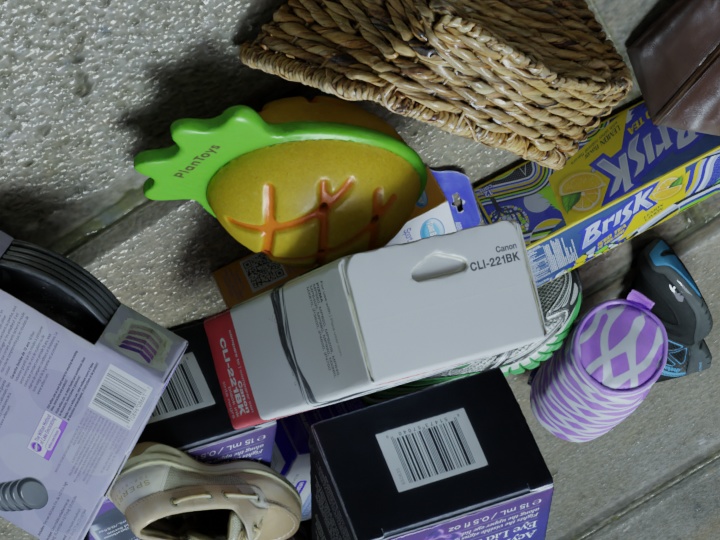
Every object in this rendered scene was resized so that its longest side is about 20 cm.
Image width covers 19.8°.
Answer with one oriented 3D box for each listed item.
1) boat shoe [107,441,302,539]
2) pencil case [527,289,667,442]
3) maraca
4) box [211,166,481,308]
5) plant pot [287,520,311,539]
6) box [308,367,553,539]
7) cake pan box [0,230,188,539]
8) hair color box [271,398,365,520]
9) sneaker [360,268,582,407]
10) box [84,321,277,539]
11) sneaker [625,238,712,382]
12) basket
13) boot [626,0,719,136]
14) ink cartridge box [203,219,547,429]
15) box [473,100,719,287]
[{"bbox_3d":[-0.104,0.175,1.467,0.072,0.065,0.200,-39,147,17],"label":"boat shoe"},{"bbox_3d":[0.195,0.083,1.692,0.086,0.084,0.200,-55,177,-16],"label":"pencil case"},{"bbox_3d":[-0.049,-0.061,1.333,0.199,0.108,0.137,12,145,-35],"label":"maraca"},{"bbox_3d":[0.000,0.000,1.520,0.199,0.042,0.119,-25,148,-1],"label":"box"},{"bbox_3d":[-0.090,0.311,1.761,0.198,0.201,0.200,-40,147,9],"label":"plant pot"},{"bbox_3d":[0.047,0.181,1.489,0.147,0.105,0.201,-17,146,-11],"label":"box"},{"bbox_3d":[-0.227,0.071,1.337,0.183,0.052,0.200,28,130,-2],"label":"cake pan box"},{"bbox_3d":[0.007,0.145,1.710,0.199,0.065,0.110,-9,145,-31],"label":"hair color box"},{"bbox_3d":[0.082,0.047,1.612,0.199,0.078,0.085,-28,148,1],"label":"sneaker"},{"bbox_3d":[-0.153,0.147,1.553,0.147,0.105,0.201,-17,146,-18],"label":"box"},{"bbox_3d":[0.249,0.047,1.742,0.081,0.073,0.200,-25,147,-1],"label":"sneaker"},{"bbox_3d":[0.053,-0.118,1.292,0.199,0.143,0.149,14,129,-47],"label":"basket"},{"bbox_3d":[0.295,-0.148,1.411,0.200,0.186,0.064,-53,163,30],"label":"boot"},{"bbox_3d":[0.007,0.038,1.376,0.144,0.084,0.200,-13,174,-32],"label":"ink cartridge box"},{"bbox_3d":[0.190,-0.067,1.537,0.199,0.070,0.064,-27,150,-1],"label":"box"}]
